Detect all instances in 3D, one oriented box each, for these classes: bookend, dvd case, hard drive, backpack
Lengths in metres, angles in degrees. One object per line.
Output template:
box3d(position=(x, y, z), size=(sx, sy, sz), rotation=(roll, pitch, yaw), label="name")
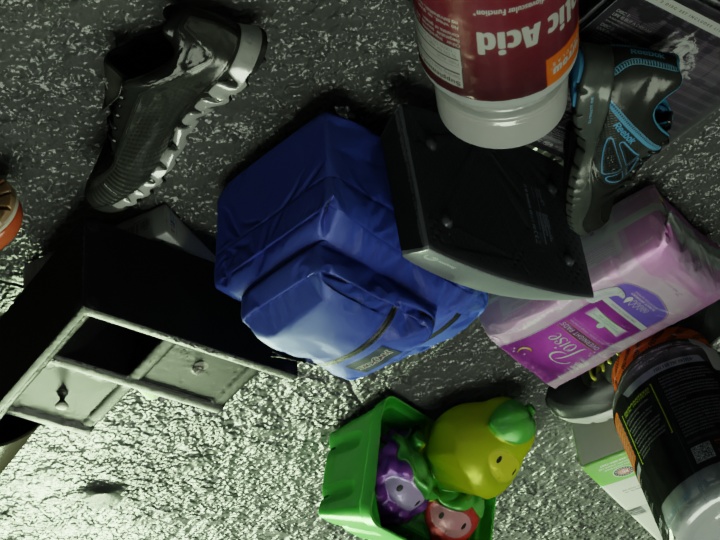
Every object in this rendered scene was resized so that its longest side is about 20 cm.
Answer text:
box3d(position=(-0.191, 0.074, 1.250), size=(0.198, 0.092, 0.200), rotation=(21, 134, -31), label="bookend")
box3d(position=(0.205, -0.144, 1.135), size=(0.148, 0.016, 0.200), rotation=(19, 144, -26), label="dvd case")
box3d(position=(0.097, -0.045, 1.155), size=(0.042, 0.136, 0.199), rotation=(-29, 150, 37), label="hard drive")
box3d(position=(0.000, 0.000, 1.188), size=(0.199, 0.169, 0.162), rotation=(24, 144, -36), label="backpack")

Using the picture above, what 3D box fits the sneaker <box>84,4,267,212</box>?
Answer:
box3d(position=(-0.159, -0.123, 1.089), size=(0.090, 0.067, 0.200), rotation=(26, 127, -31), label="sneaker")

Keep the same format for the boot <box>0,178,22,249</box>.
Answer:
box3d(position=(-0.324, -0.012, 1.199), size=(0.199, 0.075, 0.107), rotation=(-23, 143, 31), label="boot")

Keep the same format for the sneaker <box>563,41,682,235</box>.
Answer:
box3d(position=(0.195, -0.092, 1.133), size=(0.081, 0.074, 0.200), rotation=(-1, 148, 3), label="sneaker")

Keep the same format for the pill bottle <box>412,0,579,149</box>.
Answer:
box3d(position=(0.092, -0.184, 1.011), size=(0.113, 0.115, 0.200), rotation=(-9, 142, 2), label="pill bottle")

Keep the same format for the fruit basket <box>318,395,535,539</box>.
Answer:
box3d(position=(0.088, 0.209, 1.493), size=(0.214, 0.156, 0.216), rotation=(7, 153, 4), label="fruit basket")

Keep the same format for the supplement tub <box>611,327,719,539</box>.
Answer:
box3d(position=(0.293, 0.151, 1.296), size=(0.122, 0.201, 0.123), rotation=(-7, 132, -8), label="supplement tub")

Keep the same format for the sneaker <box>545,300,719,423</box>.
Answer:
box3d(position=(0.253, 0.069, 1.402), size=(0.199, 0.075, 0.085), rotation=(-32, 130, 15), label="sneaker")

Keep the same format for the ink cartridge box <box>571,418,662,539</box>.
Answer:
box3d(position=(0.325, 0.185, 1.537), size=(0.145, 0.084, 0.200), rotation=(-25, 138, 21), label="ink cartridge box")

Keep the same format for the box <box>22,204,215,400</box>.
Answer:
box3d(position=(-0.178, 0.033, 1.304), size=(0.144, 0.036, 0.200), rotation=(-21, 139, 16), label="box")

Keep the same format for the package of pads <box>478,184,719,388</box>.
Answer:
box3d(position=(0.212, 0.016, 1.314), size=(0.200, 0.076, 0.120), rotation=(-31, 133, 27), label="package of pads")

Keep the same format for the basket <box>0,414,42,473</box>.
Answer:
box3d(position=(-0.383, 0.148, 1.339), size=(0.179, 0.137, 0.200), rotation=(5, 144, -24), label="basket")
